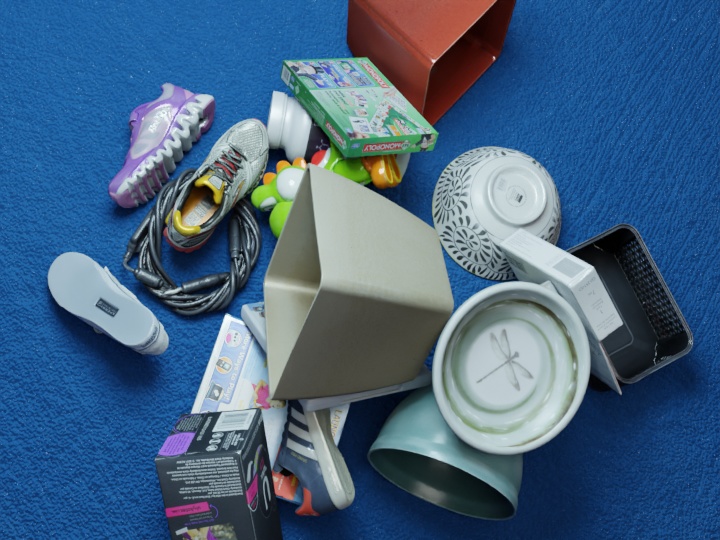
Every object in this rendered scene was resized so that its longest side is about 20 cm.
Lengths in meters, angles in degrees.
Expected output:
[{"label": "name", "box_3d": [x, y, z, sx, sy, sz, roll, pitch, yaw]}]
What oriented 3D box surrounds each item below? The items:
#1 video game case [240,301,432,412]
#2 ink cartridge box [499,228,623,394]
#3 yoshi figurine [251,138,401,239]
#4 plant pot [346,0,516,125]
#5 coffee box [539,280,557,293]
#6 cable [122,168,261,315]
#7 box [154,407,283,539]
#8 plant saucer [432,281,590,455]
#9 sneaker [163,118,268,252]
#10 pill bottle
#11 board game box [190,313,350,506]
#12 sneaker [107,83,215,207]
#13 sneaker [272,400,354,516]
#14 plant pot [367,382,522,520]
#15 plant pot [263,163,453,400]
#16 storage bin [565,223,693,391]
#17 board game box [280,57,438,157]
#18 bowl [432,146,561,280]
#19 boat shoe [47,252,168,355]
[{"label": "video game case", "box_3d": [-0.033, 0.095, 1.281, 0.180, 0.022, 0.200, -8, 37, -30]}, {"label": "ink cartridge box", "box_3d": [0.274, 0.048, 1.315, 0.044, 0.200, 0.177, -34, 114, -6]}, {"label": "yoshi figurine", "box_3d": [-0.046, -0.094, 1.328, 0.197, 0.113, 0.113, -16, 43, 15]}, {"label": "plant pot", "box_3d": [0.087, -0.348, 1.418, 0.176, 0.200, 0.200, 40, 72, 12]}, {"label": "coffee box", "box_3d": [0.189, 0.093, 1.317, 0.114, 0.200, 0.080, -31, 86, -17]}, {"label": "cable", "box_3d": [-0.212, -0.043, 1.352, 0.162, 0.051, 0.201, 33, 72, -2]}, {"label": "box", "box_3d": [-0.162, 0.282, 1.193, 0.104, 0.122, 0.203, -5, 107, 8]}, {"label": "plant saucer", "box_3d": [0.170, 0.111, 1.171, 0.197, 0.050, 0.203, -2, 97, -16]}, {"label": "sneaker", "box_3d": [-0.180, -0.113, 1.308, 0.077, 0.082, 0.201, 32, 75, -7]}, {"label": "pill bottle", "box_3d": [-0.030, -0.190, 1.390, 0.197, 0.113, 0.114, 10, 75, -8]}, {"label": "board game box", "box_3d": [-0.119, 0.186, 1.311, 0.193, 0.056, 0.202, 20, 74, -6]}, {"label": "sneaker", "box_3d": [-0.284, -0.176, 1.361, 0.088, 0.081, 0.201, 32, 68, 5]}, {"label": "sneaker", "box_3d": [-0.077, 0.208, 1.251, 0.084, 0.075, 0.202, -23, 68, 12]}, {"label": "plant pot", "box_3d": [0.124, 0.214, 1.285, 0.198, 0.201, 0.135, 26, 65, -4]}, {"label": "plant pot", "box_3d": [-0.002, 0.026, 1.181, 0.175, 0.201, 0.202, 10, 42, -18]}, {"label": "storage bin", "box_3d": [0.356, 0.054, 1.416, 0.134, 0.094, 0.202, -24, 83, -16]}, {"label": "board game box", "box_3d": [-0.004, -0.218, 1.316, 0.133, 0.029, 0.201, -7, 42, -30]}, {"label": "bowl", "box_3d": [0.208, -0.096, 1.423, 0.198, 0.094, 0.204, 3, 75, -11]}, {"label": "boat shoe", "box_3d": [-0.319, 0.049, 1.299, 0.200, 0.086, 0.075, 28, 76, 28]}]
